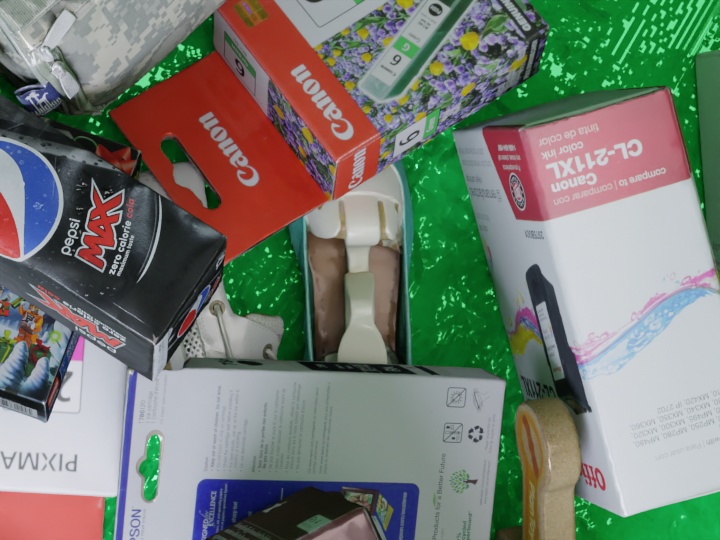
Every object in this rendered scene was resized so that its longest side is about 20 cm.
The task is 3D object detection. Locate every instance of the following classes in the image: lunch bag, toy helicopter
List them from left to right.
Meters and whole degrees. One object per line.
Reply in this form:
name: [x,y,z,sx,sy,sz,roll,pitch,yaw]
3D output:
lunch bag: [-0.120,-0.172,1.263,0.139,0.168,0.200,45,83,-11]
toy helicopter: [0.097,0.158,1.318,0.079,0.132,0.201,-10,120,-12]

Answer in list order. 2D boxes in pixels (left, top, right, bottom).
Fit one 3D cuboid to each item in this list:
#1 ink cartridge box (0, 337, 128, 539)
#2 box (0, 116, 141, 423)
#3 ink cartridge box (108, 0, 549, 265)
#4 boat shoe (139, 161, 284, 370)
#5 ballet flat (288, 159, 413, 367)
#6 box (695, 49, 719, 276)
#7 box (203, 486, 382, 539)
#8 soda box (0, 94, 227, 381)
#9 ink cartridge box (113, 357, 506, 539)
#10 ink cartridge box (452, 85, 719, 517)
ink cartridge box: [-0.220,0.103,1.315,0.199,0.044,0.174,3,90,-13]
box: [-0.221,-0.024,1.271,0.199,0.040,0.137,18,71,1]
ink cartridge box: [-0.016,-0.101,1.321,0.200,0.050,0.109,-33,73,-16]
boat shoe: [-0.070,0.041,1.332,0.069,0.071,0.201,-21,95,-10]
ballet flat: [0.000,0.000,1.347,0.067,0.070,0.201,-4,93,-12]
box: [0.270,-0.024,1.391,0.152,0.106,0.201,-6,94,-13]
box: [0.001,0.206,1.215,0.075,0.100,0.201,-24,96,-13]
soda box: [-0.161,-0.033,1.221,0.200,0.071,0.063,32,73,5]
ink cartridge box: [-0.029,0.095,1.294,0.199,0.039,0.100,4,98,-23]
ink cartridge box: [0.125,0.014,1.338,0.083,0.146,0.201,-16,95,-11]
